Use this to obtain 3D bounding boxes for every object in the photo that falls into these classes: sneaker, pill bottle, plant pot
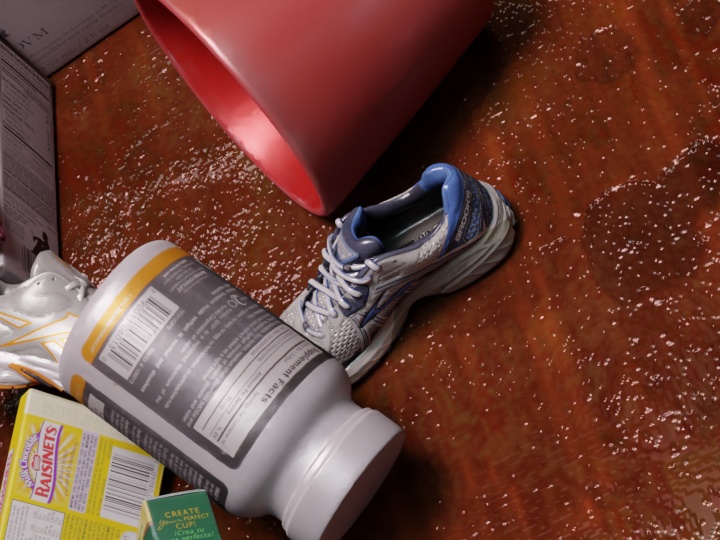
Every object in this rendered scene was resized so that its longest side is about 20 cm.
[{"bbox_3d":[-0.185,0.035,1.715,0.199,0.076,0.093,4,93,11],"label":"sneaker"},{"bbox_3d":[-0.079,0.080,1.608,0.200,0.116,0.117,35,83,11],"label":"pill bottle"},{"bbox_3d":[-0.022,-0.166,1.712,0.177,0.201,0.200,-40,52,-9],"label":"plant pot"},{"bbox_3d":[0.000,0.000,1.661,0.200,0.085,0.077,-41,52,4],"label":"sneaker"}]

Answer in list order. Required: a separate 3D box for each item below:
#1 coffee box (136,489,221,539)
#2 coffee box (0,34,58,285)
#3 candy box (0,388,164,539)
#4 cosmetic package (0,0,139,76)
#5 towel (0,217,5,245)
[{"bbox_3d":[-0.093,0.246,1.557,0.044,0.123,0.201,-8,54,-17],"label":"coffee box"},{"bbox_3d":[-0.282,-0.055,1.851,0.113,0.080,0.201,-20,56,20],"label":"coffee box"},{"bbox_3d":[-0.187,0.183,1.662,0.026,0.102,0.201,139,145,-59],"label":"candy box"},{"bbox_3d":[-0.223,-0.271,1.861,0.199,0.200,0.123,-34,53,10],"label":"cosmetic package"},{"bbox_3d":[-0.343,-0.030,1.806,0.199,0.023,0.145,-29,57,13],"label":"towel"}]
